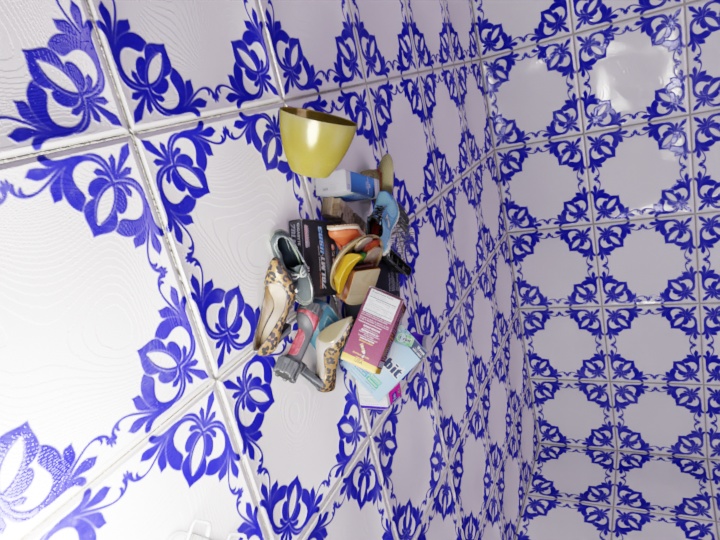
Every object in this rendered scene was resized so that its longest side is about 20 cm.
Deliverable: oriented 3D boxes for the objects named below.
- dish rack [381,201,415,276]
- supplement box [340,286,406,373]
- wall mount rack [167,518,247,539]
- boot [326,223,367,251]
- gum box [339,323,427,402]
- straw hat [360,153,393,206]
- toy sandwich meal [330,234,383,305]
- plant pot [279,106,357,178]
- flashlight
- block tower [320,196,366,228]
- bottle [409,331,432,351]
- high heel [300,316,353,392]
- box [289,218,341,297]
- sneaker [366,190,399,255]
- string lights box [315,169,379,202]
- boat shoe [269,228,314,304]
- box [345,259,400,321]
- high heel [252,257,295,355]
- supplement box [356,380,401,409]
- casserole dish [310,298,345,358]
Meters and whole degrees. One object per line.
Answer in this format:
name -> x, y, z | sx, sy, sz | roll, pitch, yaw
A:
dish rack -> 0.117, -0.101, 1.633 | 0.153, 0.054, 0.204 | 39, 59, -53
supplement box -> 0.038, 0.160, 1.422 | 0.131, 0.102, 0.203 | 55, 57, -75
wall mount rack -> -0.292, 0.576, 1.017 | 0.200, 0.073, 0.176 | 51, 45, -45
boot -> -0.031, -0.070, 1.475 | 0.199, 0.074, 0.110 | 19, 73, -64
gum box -> 0.064, 0.241, 1.530 | 0.200, 0.045, 0.170 | -44, 106, -3
straw hat -> 0.034, -0.270, 1.686 | 0.083, 0.201, 0.206 | 5, 79, -16
toy sandwich meal -> 0.000, 0.000, 1.442 | 0.203, 0.070, 0.207 | -32, 146, -25
plant pot -> -0.117, -0.316, 1.358 | 0.199, 0.197, 0.145 | -25, 133, -58
flashlight -> -0.155, 0.169, 1.329 | 0.202, 0.066, 0.069 | -66, 149, -33
block tower -> -0.040, -0.143, 1.578 | 0.199, 0.053, 0.059 | 35, 57, -53
bottle -> 0.123, 0.224, 1.675 | 0.065, 0.197, 0.085 | -28, 112, -58
high heel -> -0.063, 0.222, 1.415 | 0.200, 0.071, 0.143 | -48, 131, -6
box -> -0.111, -0.031, 1.444 | 0.197, 0.049, 0.205 | -2, 88, -62
sneaker -> 0.060, -0.145, 1.537 | 0.090, 0.077, 0.204 | 52, 41, -56
string lights box -> -0.034, -0.238, 1.549 | 0.199, 0.101, 0.060 | -1, 87, -61
boat shoe -> -0.163, -0.002, 1.302 | 0.072, 0.062, 0.203 | -25, 106, -12
box -> 0.038, 0.069, 1.639 | 0.181, 0.102, 0.205 | 3, 84, -61
high heel -> -0.205, 0.084, 1.217 | 0.142, 0.070, 0.204 | -41, 131, -62
supplement box -> 0.049, 0.303, 1.634 | 0.101, 0.102, 0.204 | -21, 103, -58
casserole dish -> -0.087, 0.166, 1.470 | 0.201, 0.038, 0.122 | 60, 39, -40
